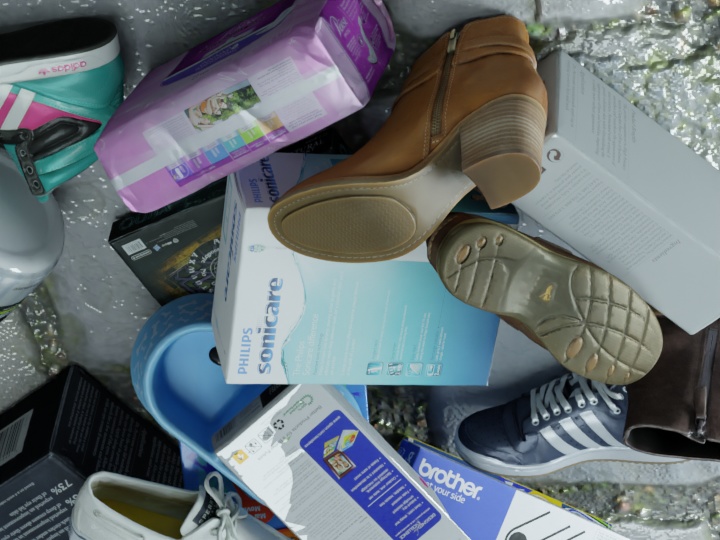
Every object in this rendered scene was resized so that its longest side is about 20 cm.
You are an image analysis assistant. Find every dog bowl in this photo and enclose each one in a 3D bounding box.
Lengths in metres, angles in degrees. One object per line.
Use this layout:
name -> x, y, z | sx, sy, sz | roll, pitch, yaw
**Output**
dog bowl -> -0.085, 0.105, 1.692 | 0.200, 0.050, 0.112 | 39, 98, -12

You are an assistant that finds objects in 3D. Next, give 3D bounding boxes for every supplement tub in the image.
supplement tub -> -0.320, 0.005, 1.667 | 0.122, 0.123, 0.200 | 34, 128, -21

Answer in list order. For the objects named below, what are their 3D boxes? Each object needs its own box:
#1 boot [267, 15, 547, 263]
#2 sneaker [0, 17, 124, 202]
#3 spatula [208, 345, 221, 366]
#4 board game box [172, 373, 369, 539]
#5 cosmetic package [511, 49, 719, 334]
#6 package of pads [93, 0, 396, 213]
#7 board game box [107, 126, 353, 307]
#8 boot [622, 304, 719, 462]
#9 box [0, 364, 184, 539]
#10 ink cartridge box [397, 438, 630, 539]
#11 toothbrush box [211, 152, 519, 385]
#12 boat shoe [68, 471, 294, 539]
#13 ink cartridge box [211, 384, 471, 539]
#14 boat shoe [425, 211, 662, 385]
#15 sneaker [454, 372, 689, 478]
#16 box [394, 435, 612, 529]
boot -> 0.034, -0.091, 1.514 | 0.198, 0.156, 0.074 | -14, 132, 14
sneaker -> -0.256, -0.106, 1.593 | 0.198, 0.084, 0.122 | -6, 121, 11
spatula -> -0.025, 0.061, 1.673 | 0.198, 0.057, 0.021 | 2, 129, -33
board game box -> -0.064, 0.169, 1.758 | 0.151, 0.045, 0.202 | -6, 105, -3
cosmetic package -> 0.186, -0.054, 1.566 | 0.199, 0.102, 0.074 | 36, 127, -21
package of pads -> -0.077, -0.123, 1.524 | 0.199, 0.121, 0.076 | -25, 111, 26
board game box -> -0.071, -0.017, 1.678 | 0.199, 0.028, 0.136 | -21, 126, 23
boot -> 0.281, 0.084, 1.627 | 0.198, 0.167, 0.073 | 8, 130, -3
box -> -0.221, 0.198, 1.837 | 0.147, 0.105, 0.200 | -31, 121, 29
ink cartridge box -> 0.105, 0.214, 1.757 | 0.199, 0.044, 0.095 | 24, 87, -18
toothbrush box -> 0.000, 0.000, 1.600 | 0.198, 0.086, 0.148 | 0, 121, -13
boat shoe -> -0.118, 0.192, 1.692 | 0.200, 0.075, 0.087 | 18, 131, -1
ink cartridge box -> -0.012, 0.164, 1.668 | 0.095, 0.037, 0.200 | -40, 110, 7
boat shoe -> 0.127, 0.012, 1.548 | 0.199, 0.068, 0.072 | 29, 101, -28
sneaker -> 0.169, 0.098, 1.719 | 0.198, 0.070, 0.109 | -4, 135, 2
box -> 0.105, 0.213, 1.834 | 0.199, 0.065, 0.070 | 24, 130, -14
